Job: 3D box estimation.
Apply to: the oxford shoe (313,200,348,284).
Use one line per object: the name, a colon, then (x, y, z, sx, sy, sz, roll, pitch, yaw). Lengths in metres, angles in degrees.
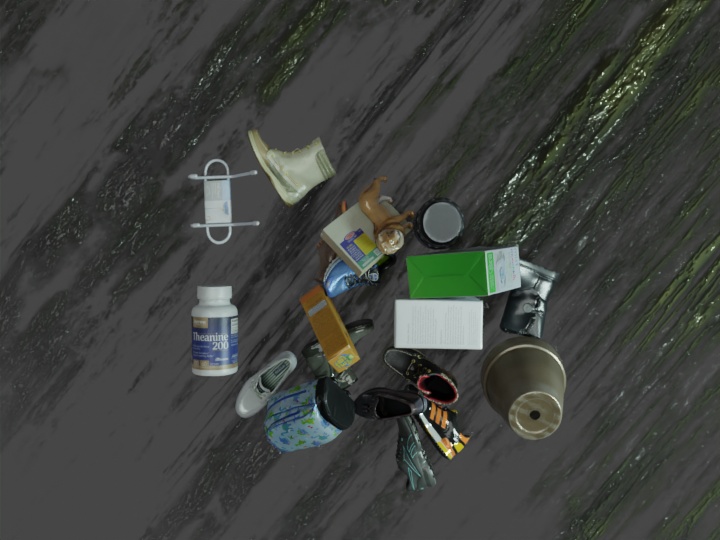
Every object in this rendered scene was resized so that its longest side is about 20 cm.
oxford shoe: (-0.069, -0.065, 1.606, 0.071, 0.071, 0.206, 10, 93, 7)

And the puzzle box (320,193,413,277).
puzzle box: (0.016, -0.089, 1.555, 0.133, 0.026, 0.199, 46, 54, 7)

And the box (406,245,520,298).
box: (0.229, 0.000, 1.499, 0.196, 0.175, 0.100, -4, 92, 36)

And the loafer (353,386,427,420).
loafer: (0.057, 0.311, 1.572, 0.196, 0.062, 0.074, -10, 92, 33)

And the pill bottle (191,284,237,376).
pill bottle: (-0.344, 0.139, 1.605, 0.107, 0.111, 0.207, 0, 92, 3)

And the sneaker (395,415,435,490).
sneaker: (0.113, 0.425, 1.606, 0.077, 0.075, 0.205, -20, 90, 6)

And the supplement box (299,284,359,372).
supplement box: (-0.072, 0.132, 1.557, 0.068, 0.067, 0.202, -34, 48, 3)

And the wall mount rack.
wall mount rack: (-0.319, -0.167, 1.613, 0.168, 0.075, 0.207, -2, 92, 3)

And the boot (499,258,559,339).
boot: (0.353, 0.059, 1.580, 0.195, 0.076, 0.173, 19, 89, -4)

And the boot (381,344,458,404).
boot: (0.139, 0.240, 1.561, 0.197, 0.151, 0.074, 31, 93, 2)

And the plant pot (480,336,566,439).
plant pot: (0.374, 0.278, 1.513, 0.194, 0.174, 0.206, 1, 111, 3)

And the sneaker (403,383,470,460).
sneaker: (0.181, 0.342, 1.611, 0.089, 0.070, 0.203, -33, 89, -12)

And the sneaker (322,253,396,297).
sneaker: (0.000, 0.000, 1.558, 0.198, 0.089, 0.080, -34, 132, -18)

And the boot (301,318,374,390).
boot: (-0.035, 0.207, 1.621, 0.196, 0.068, 0.133, -26, 97, 9)

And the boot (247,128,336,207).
boot: (-0.162, -0.274, 1.604, 0.153, 0.072, 0.203, -33, 95, 4)

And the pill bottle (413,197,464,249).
pill bottle: (0.175, -0.104, 1.524, 0.108, 0.200, 0.116, 0, 91, 3)

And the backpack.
backpack: (-0.131, 0.336, 1.574, 0.195, 0.164, 0.157, -5, 54, 28)

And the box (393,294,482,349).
box: (0.174, 0.116, 1.555, 0.194, 0.152, 0.110, 1, 92, 4)

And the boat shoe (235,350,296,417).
boat shoe: (-0.233, 0.272, 1.624, 0.073, 0.067, 0.201, 39, 93, 2)

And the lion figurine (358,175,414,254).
lion figurine: (0.046, -0.126, 1.542, 0.121, 0.073, 0.201, -26, 59, -24)
